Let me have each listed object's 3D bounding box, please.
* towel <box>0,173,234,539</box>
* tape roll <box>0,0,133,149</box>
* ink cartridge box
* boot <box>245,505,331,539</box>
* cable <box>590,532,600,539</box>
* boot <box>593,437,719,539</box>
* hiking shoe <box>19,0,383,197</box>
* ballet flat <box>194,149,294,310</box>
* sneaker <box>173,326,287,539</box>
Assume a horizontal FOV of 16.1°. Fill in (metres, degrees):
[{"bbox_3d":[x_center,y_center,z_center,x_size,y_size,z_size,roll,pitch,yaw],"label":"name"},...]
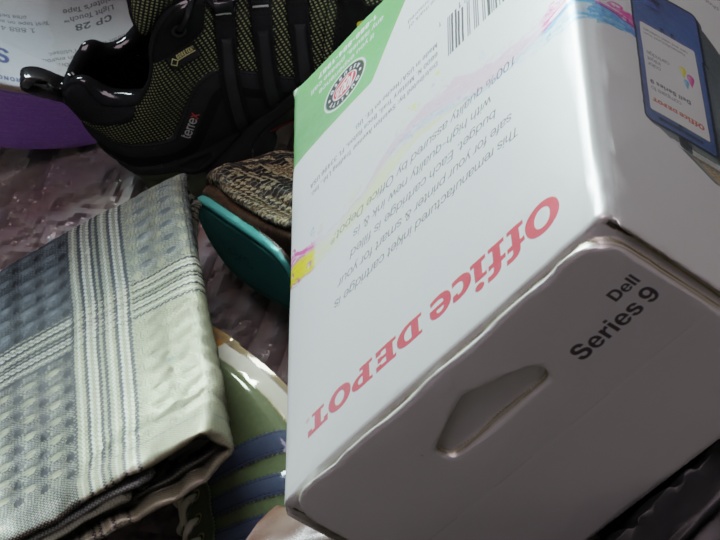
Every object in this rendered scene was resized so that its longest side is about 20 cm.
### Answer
[{"bbox_3d":[-0.132,0.060,0.916,0.192,0.035,0.200,-28,29,8],"label":"towel"},{"bbox_3d":[-0.125,-0.144,1.029,0.199,0.201,0.066,-16,47,1],"label":"tape roll"},{"bbox_3d":[0.050,-0.018,0.787,0.145,0.087,0.201,-43,27,31],"label":"ink cartridge box"},{"bbox_3d":[-0.074,0.137,0.812,0.186,0.064,0.200,39,94,24],"label":"boot"},{"bbox_3d":[0.053,0.081,0.904,0.097,0.050,0.200,-49,41,-14],"label":"cable"},{"bbox_3d":[0.123,0.140,0.742,0.162,0.073,0.198,44,74,4],"label":"boot"},{"bbox_3d":[-0.040,-0.103,0.990,0.200,0.100,0.076,-39,42,25],"label":"hiking shoe"},{"bbox_3d":[0.000,0.000,0.934,0.075,0.068,0.200,-28,31,-8],"label":"ballet flat"},{"bbox_3d":[-0.039,0.098,0.881,0.090,0.067,0.200,-33,51,-20],"label":"sneaker"}]
